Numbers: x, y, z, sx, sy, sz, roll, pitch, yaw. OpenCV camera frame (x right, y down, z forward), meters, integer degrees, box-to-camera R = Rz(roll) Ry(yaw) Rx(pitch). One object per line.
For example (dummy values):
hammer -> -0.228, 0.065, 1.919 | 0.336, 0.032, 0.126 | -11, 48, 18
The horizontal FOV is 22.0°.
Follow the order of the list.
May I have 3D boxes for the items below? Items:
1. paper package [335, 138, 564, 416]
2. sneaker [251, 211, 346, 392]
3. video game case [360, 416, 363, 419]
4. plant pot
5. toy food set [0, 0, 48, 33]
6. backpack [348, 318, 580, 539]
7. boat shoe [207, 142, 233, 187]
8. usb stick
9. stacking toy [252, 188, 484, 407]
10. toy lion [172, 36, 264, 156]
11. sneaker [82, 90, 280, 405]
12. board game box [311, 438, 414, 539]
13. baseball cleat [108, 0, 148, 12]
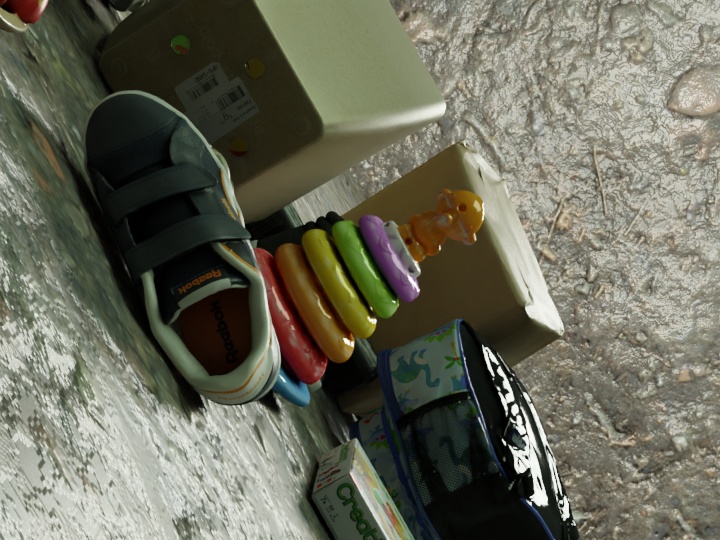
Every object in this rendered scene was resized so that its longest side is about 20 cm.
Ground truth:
paper package -> 0.059, 0.020, 1.672 | 0.103, 0.199, 0.192 | 33, 31, -53
sneaker -> -0.032, 0.016, 1.497 | 0.071, 0.099, 0.200 | 60, 6, -33
video game case -> -0.018, 0.068, 1.811 | 0.201, 0.022, 0.182 | 61, 5, 4
plant pot -> -0.084, -0.148, 1.410 | 0.201, 0.199, 0.177 | 61, 22, -3
toy food set -> -0.237, -0.226, 1.044 | 0.199, 0.048, 0.200 | 64, 6, 30
backpack -> 0.076, 0.153, 1.520 | 0.183, 0.146, 0.201 | 52, 19, -51
boat shoe -> -0.115, -0.053, 1.222 | 0.073, 0.065, 0.200 | 57, 5, -20
usb stick -> -0.048, 0.014, 1.604 | 0.201, 0.055, 0.033 | 61, 21, 0
stacking toy -> 0.000, 0.000, 1.313 | 0.117, 0.199, 0.110 | 61, 5, 18
toy lion -> -0.102, -0.182, 1.576 | 0.068, 0.192, 0.200 | -5, 41, -46
sneaker -> -0.102, -0.017, 1.072 | 0.201, 0.078, 0.079 | 63, -1, 2
board game box -> 0.030, 0.224, 1.317 | 0.201, 0.034, 0.126 | 61, 4, -5
baseball cleat -> -0.204, -0.268, 1.525 | 0.106, 0.070, 0.200 | 35, -7, -10
